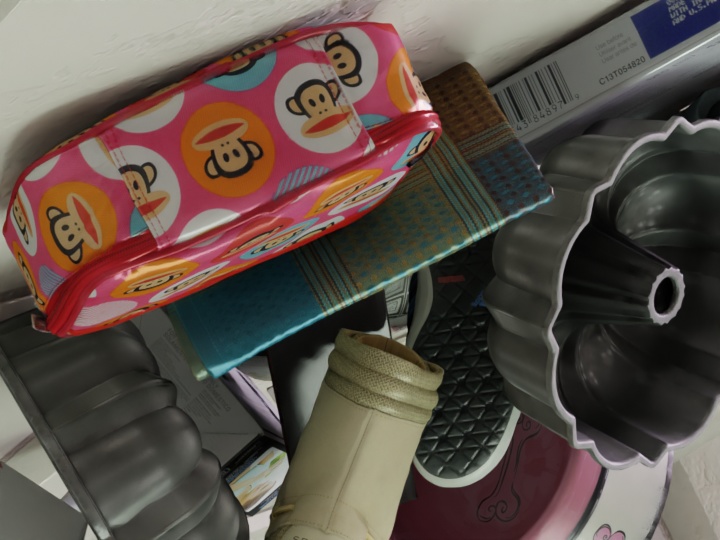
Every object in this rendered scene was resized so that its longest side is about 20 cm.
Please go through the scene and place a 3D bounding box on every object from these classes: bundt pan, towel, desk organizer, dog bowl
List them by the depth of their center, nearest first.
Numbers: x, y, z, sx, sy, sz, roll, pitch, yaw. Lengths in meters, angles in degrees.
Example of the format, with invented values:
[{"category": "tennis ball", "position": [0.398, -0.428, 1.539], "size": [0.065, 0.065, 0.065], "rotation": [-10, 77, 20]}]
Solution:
[{"category": "towel", "position": [-0.011, -0.027, 1.486], "size": [0.200, 0.147, 0.022], "rotation": [-26, 125, 0]}, {"category": "bundt pan", "position": [-0.126, 0.100, 1.583], "size": [0.076, 0.202, 0.202], "rotation": [-30, 170, -8]}, {"category": "bundt pan", "position": [0.142, 0.005, 1.627], "size": [0.076, 0.202, 0.202], "rotation": [19, -156, 41]}, {"category": "desk organizer", "position": [-0.022, 0.054, 1.692], "size": [0.072, 0.077, 0.200], "rotation": [-18, 137, -8]}, {"category": "dog bowl", "position": [0.085, 0.116, 1.762], "size": [0.200, 0.200, 0.074], "rotation": [-31, 142, 27]}]

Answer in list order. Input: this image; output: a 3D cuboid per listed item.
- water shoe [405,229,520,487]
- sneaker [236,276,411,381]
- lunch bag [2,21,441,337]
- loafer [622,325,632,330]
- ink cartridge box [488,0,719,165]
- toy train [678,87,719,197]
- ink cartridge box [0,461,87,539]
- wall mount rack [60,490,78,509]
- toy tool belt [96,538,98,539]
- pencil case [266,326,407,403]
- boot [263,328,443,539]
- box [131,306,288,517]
[{"category": "water shoe", "position": [0.062, 0.025, 1.687], "size": [0.071, 0.200, 0.079], "rotation": [2, 176, 6]}, {"category": "sneaker", "position": [0.000, 0.000, 1.746], "size": [0.200, 0.076, 0.088], "rotation": [-33, 158, 4]}, {"category": "lunch bag", "position": [-0.071, -0.040, 1.391], "size": [0.200, 0.082, 0.176], "rotation": [-24, 174, -17]}, {"category": "loafer", "position": [0.105, -0.005, 1.778], "size": [0.200, 0.072, 0.063], "rotation": [10, -134, 43]}, {"category": "ink cartridge box", "position": [0.174, -0.119, 1.662], "size": [0.199, 0.041, 0.200], "rotation": [-29, 170, 20]}, {"category": "toy train", "position": [0.221, -0.063, 1.736], "size": [0.114, 0.085, 0.200], "rotation": [-11, 166, -22]}, {"category": "ink cartridge box", "position": [-0.278, 0.176, 1.731], "size": [0.200, 0.148, 0.086], "rotation": [-34, -150, 44]}, {"category": "wall mount rack", "position": [-0.173, 0.180, 2.013], "size": [0.200, 0.075, 0.174], "rotation": [-48, 177, -27]}, {"category": "toy tool belt", "position": [-0.123, 0.199, 1.702], "size": [0.123, 0.200, 0.125], "rotation": [17, 125, -33]}, {"category": "pencil case", "position": [0.027, 0.031, 1.929], "size": [0.200, 0.078, 0.089], "rotation": [-25, -166, -1]}, {"category": "boot", "position": [-0.007, 0.112, 1.633], "size": [0.073, 0.156, 0.200], "rotation": [19, 177, 3]}, {"category": "box", "position": [-0.099, 0.085, 1.796], "size": [0.060, 0.117, 0.200], "rotation": [-41, 167, 1]}]
